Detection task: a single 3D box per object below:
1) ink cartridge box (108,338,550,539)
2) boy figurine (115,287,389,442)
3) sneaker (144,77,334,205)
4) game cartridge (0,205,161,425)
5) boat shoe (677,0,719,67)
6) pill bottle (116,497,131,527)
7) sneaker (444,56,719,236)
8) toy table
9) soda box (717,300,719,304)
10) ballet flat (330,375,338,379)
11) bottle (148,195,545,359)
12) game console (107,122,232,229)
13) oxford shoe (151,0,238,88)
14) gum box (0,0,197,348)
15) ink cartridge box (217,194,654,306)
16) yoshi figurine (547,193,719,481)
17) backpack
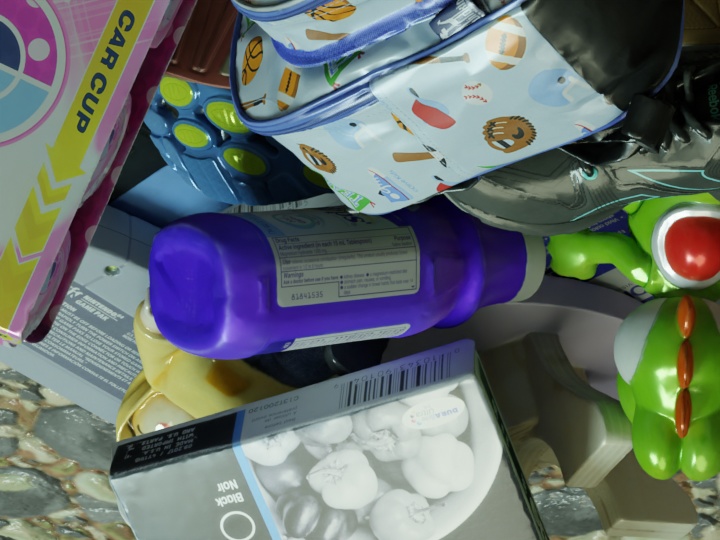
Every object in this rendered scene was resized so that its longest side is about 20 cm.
[{"bbox_3d":[-0.001,0.150,1.028,0.196,0.044,0.201,-17,116,13],"label":"ink cartridge box"},{"bbox_3d":[-0.073,0.051,1.078,0.124,0.065,0.199,35,140,-23],"label":"boy figurine"},{"bbox_3d":[-0.019,-0.078,0.980,0.198,0.083,0.071,3,123,25],"label":"sneaker"},{"bbox_3d":[-0.132,0.030,1.141,0.132,0.041,0.200,-21,141,32],"label":"game cartridge"},{"bbox_3d":[0.199,-0.119,0.921,0.198,0.072,0.069,4,169,-10],"label":"boat shoe"},{"bbox_3d":[-0.055,0.164,1.212,0.111,0.113,0.200,-17,137,27],"label":"pill bottle"},{"bbox_3d":[0.129,-0.065,0.884,0.198,0.076,0.079,-5,159,-10],"label":"sneaker"},{"bbox_3d":[0.087,0.086,1.105,0.198,0.118,0.184,0,147,-12],"label":"toy table"},{"bbox_3d":[0.210,0.047,1.129,0.063,0.069,0.200,-18,155,9],"label":"soda box"},{"bbox_3d":[-0.020,0.094,1.269,0.199,0.068,0.073,-18,123,30],"label":"ballet flat"},{"bbox_3d":[0.000,0.000,0.967,0.199,0.066,0.083,-6,-171,-35],"label":"bottle"},{"bbox_3d":[-0.122,-0.014,1.128,0.176,0.031,0.199,-25,139,36],"label":"game console"},{"bbox_3d":[-0.125,-0.124,0.922,0.198,0.071,0.075,20,-179,-2],"label":"oxford shoe"},{"bbox_3d":[-0.151,-0.076,0.850,0.113,0.201,0.066,25,-178,2],"label":"gum box"},{"bbox_3d":[0.054,-0.013,1.091,0.197,0.047,0.199,-28,144,27],"label":"ink cartridge box"},{"bbox_3d":[0.156,0.002,0.993,0.112,0.202,0.111,-2,171,43],"label":"yoshi figurine"},{"bbox_3d":[0.029,-0.118,0.815,0.154,0.201,0.190,35,134,-23],"label":"backpack"}]
